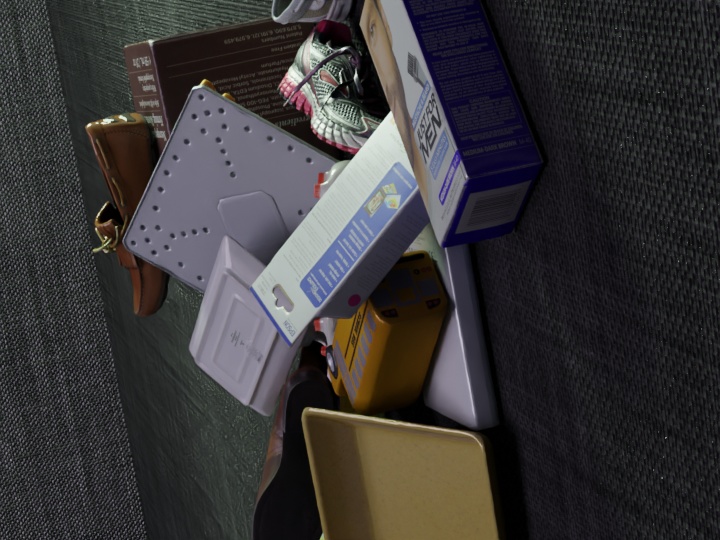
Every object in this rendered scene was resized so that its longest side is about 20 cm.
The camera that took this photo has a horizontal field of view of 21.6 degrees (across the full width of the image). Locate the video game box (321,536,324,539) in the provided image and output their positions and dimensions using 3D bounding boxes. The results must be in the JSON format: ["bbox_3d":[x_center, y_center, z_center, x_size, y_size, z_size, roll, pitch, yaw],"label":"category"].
[{"bbox_3d":[-0.027,0.346,1.850,0.047,0.181,0.201,97,155,-43],"label":"video game box"}]

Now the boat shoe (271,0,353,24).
[{"bbox_3d":[-0.037,-0.283,1.601,0.202,0.064,0.075,103,150,-58],"label":"boat shoe"}]

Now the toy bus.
[{"bbox_3d":[0.020,0.057,1.569,0.200,0.065,0.079,103,149,-58],"label":"toy bus"}]

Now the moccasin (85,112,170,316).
[{"bbox_3d":[-0.229,-0.050,1.833,0.074,0.077,0.203,-129,29,-60],"label":"moccasin"}]

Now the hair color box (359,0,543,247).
[{"bbox_3d":[0.062,-0.132,1.369,0.109,0.064,0.201,107,148,-62],"label":"hair color box"}]

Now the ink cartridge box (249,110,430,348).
[{"bbox_3d":[-0.002,-0.033,1.479,0.037,0.200,0.095,35,-170,-37],"label":"ink cartridge box"}]

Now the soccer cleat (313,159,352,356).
[{"bbox_3d":[0.000,0.000,1.641,0.069,0.077,0.201,-77,-12,-61],"label":"soccer cleat"}]

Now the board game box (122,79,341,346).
[{"bbox_3d":[-0.093,-0.050,1.698,0.201,0.199,0.026,-60,3,37],"label":"board game box"}]

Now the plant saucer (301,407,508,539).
[{"bbox_3d":[0.052,0.209,1.576,0.199,0.048,0.201,5,112,41],"label":"plant saucer"}]

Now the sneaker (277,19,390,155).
[{"bbox_3d":[-0.008,-0.149,1.592,0.200,0.080,0.075,46,116,49],"label":"sneaker"}]

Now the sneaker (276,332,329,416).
[{"bbox_3d":[-0.048,0.138,1.943,0.077,0.081,0.202,-172,72,-74],"label":"sneaker"}]

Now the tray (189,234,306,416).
[{"bbox_3d":[-0.108,0.059,1.727,0.107,0.022,0.200,39,145,11],"label":"tray"}]

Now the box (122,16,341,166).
[{"bbox_3d":[-0.123,-0.139,1.837,0.166,0.163,0.202,-166,64,-73],"label":"box"}]

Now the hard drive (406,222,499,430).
[{"bbox_3d":[0.066,0.021,1.545,0.132,0.026,0.202,-161,60,-73],"label":"hard drive"}]

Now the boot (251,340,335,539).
[{"bbox_3d":[-0.064,0.170,1.758,0.200,0.068,0.190,-113,26,-83],"label":"boot"}]

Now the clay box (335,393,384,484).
[{"bbox_3d":[-0.003,0.135,1.734,0.115,0.047,0.201,98,173,-52],"label":"clay box"}]
